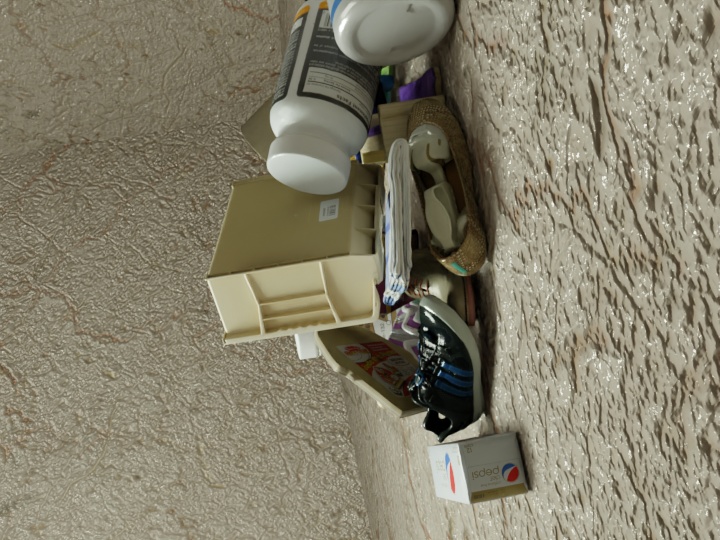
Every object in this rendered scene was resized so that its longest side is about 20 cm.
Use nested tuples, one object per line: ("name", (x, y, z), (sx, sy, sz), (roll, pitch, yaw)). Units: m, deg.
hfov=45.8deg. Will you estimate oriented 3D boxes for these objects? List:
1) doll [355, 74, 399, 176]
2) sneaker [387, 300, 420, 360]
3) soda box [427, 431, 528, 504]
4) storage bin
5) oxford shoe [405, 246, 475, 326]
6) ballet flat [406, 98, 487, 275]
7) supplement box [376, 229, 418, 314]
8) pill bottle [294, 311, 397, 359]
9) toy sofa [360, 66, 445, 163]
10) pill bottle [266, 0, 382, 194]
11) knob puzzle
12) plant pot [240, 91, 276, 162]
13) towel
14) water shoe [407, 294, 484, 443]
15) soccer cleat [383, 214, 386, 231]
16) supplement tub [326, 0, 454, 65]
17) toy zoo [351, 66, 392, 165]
("doll", (0.013, -0.219, 1.196), (0.048, 0.137, 0.201), (33, 161, 29))
("sneaker", (0.041, 0.115, 1.248), (0.202, 0.136, 0.079), (-108, 10, -48))
("soda box", (0.128, 0.224, 0.968), (0.200, 0.066, 0.065), (110, 150, -76))
("storage bin", (-0.066, -0.029, 1.000), (0.202, 0.194, 0.095), (-86, -15, -53))
("oxford shoe", (0.087, 0.023, 1.017), (0.200, 0.073, 0.072), (-126, 30, -73))
("ballet flat", (0.084, -0.095, 0.898), (0.065, 0.070, 0.204), (6, -118, -57))
("supplement box", (0.000, 0.000, 1.178), (0.200, 0.128, 0.106), (-16, -77, -71))
("pill bottle", (-0.012, 0.083, 1.400), (0.114, 0.195, 0.117), (170, 90, -83))
("toy sofa", (0.046, -0.187, 1.058), (0.200, 0.081, 0.100), (-142, 43, -80))
("pill bottle", (-0.040, -0.199, 0.973), (0.117, 0.114, 0.204), (102, -179, -71))
("knob puzzle", (0.014, 0.124, 1.096), (0.031, 0.216, 0.220), (-61, 19, 15))
("plant pot", (-0.055, -0.241, 1.314), (0.201, 0.186, 0.188), (-51, 24, 13))
("towel", (0.038, -0.045, 0.937), (0.200, 0.023, 0.151), (95, 175, -80))
("water shoe", (0.091, 0.119, 0.961), (0.071, 0.078, 0.203), (33, 152, 46))
("soccer cleat", (0.038, -0.051, 1.378), (0.201, 0.068, 0.079), (90, 172, -66))
("supplement tub", (0.018, -0.335, 0.901), (0.132, 0.129, 0.204), (98, 162, -68))
("toy zoo", (-0.005, -0.202, 1.253), (0.020, 0.130, 0.204), (29, 133, 31))
